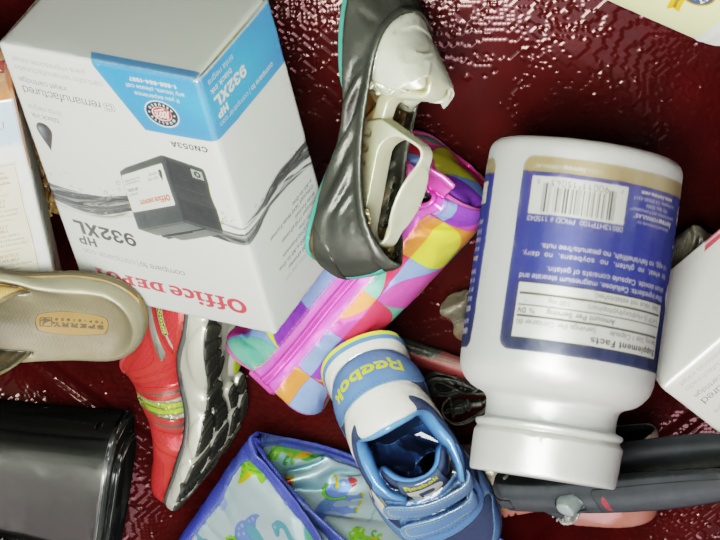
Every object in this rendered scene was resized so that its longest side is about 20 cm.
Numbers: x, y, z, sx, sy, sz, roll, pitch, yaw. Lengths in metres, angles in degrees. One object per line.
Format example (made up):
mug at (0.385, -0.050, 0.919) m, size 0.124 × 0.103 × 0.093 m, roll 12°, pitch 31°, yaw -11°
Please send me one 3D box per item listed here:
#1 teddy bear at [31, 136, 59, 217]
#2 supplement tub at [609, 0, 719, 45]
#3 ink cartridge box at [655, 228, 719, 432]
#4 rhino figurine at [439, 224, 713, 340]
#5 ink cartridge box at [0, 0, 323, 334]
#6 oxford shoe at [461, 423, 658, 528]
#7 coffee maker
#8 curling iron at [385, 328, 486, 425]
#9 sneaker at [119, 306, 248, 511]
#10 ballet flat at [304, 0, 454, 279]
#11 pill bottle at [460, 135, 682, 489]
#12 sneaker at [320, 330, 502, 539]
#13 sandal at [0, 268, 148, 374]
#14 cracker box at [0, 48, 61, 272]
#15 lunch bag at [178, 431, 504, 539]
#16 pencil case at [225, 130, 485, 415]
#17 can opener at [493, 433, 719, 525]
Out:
teddy bear at (-0.243, -0.061, 1.689) m, size 0.200 × 0.067 × 0.145 m, roll -27°, pitch 127°, yaw 14°
supplement tub at (0.177, -0.213, 1.488) m, size 0.200 × 0.145 × 0.145 m, roll 22°, pitch 123°, yaw -9°
ink cartridge box at (0.288, 0.053, 1.661) m, size 0.146 × 0.085 × 0.200 m, roll -42°, pitch 127°, yaw 18°
rhino figurine at (0.158, 0.023, 1.702) m, size 0.200 × 0.060 × 0.088 m, roll -24°, pitch 118°, yaw 13°
ink cartridge box at (-0.112, -0.071, 1.585) m, size 0.145 × 0.084 × 0.200 m, roll 12°, pitch 137°, yaw 28°
oxford shoe at (0.103, 0.122, 1.776) m, size 0.200 × 0.070 × 0.075 m, roll 3°, pitch 115°, yaw -6°
coffee maker at (-0.255, 0.127, 1.766) m, size 0.200 × 0.135 × 0.192 m, roll 7°, pitch 124°, yaw 1°
curling iron at (-0.001, 0.054, 1.757) m, size 0.200 × 0.026 × 0.050 m, roll 21°, pitch 121°, yaw -8°
sneaker at (-0.125, 0.070, 1.766) m, size 0.085 × 0.077 × 0.200 m, roll 22°, pitch 129°, yaw 19°
ballet flat at (0.019, -0.091, 1.589) m, size 0.068 × 0.068 × 0.200 m, roll 11°, pitch 95°, yaw 36°
pill bottle at (0.123, 0.026, 1.599) m, size 0.120 × 0.120 × 0.200 m, roll 9°, pitch 86°, yaw 0°
sneaker at (0.037, 0.131, 1.683) m, size 0.074 × 0.082 × 0.200 m, roll -31°, pitch 128°, yaw 2°
sandal at (-0.230, 0.038, 1.617) m, size 0.200 × 0.054 × 0.080 m, roll 1°, pitch 130°, yaw -1°
cracker box at (-0.261, -0.034, 1.628) m, size 0.134 × 0.058 × 0.200 m, roll -8°, pitch 132°, yaw -2°
lunch bag at (-0.029, 0.218, 1.821) m, size 0.200 × 0.127 × 0.170 m, roll 33°, pitch 123°, yaw -2°
pencil case at (0.000, 0.000, 1.675) m, size 0.088 × 0.088 × 0.200 m, roll 32°, pitch 114°, yaw -15°
can opener at (0.160, 0.127, 1.667) m, size 0.200 × 0.063 × 0.079 m, roll 2°, pitch 145°, yaw 44°
